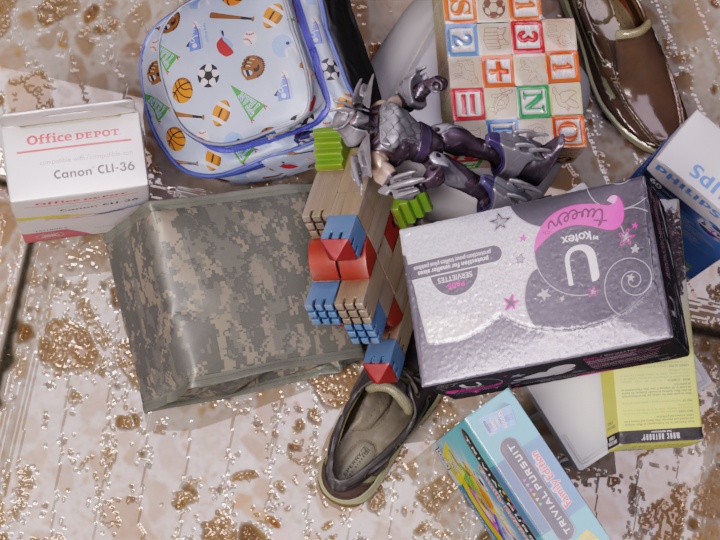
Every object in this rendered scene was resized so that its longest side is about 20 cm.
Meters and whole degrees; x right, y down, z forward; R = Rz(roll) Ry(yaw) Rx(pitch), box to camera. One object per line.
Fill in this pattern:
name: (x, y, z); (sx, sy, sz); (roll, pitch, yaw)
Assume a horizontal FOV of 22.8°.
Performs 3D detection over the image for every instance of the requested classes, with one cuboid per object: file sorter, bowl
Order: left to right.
bowl: (0.098, -0.145, 1.605); (0.199, 0.075, 0.201); (30, 78, -1)
file sorter: (0.177, 0.057, 1.545); (0.138, 0.125, 0.201); (-31, 84, -12)

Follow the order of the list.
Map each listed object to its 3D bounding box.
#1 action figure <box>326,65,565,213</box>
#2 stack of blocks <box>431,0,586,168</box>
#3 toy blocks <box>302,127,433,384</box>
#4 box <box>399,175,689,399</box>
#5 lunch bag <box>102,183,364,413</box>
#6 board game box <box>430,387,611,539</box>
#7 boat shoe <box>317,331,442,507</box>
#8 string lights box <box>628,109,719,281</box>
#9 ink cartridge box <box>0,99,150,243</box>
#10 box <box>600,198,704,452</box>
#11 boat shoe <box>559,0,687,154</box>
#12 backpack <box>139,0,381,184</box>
action figure: (0.063, -0.100, 1.448); (0.199, 0.069, 0.131); (18, 60, -19)
stack of blocks: (0.125, -0.193, 1.548); (0.114, 0.059, 0.202); (-4, 80, -7)
toy blocks: (0.000, 0.000, 1.482); (0.099, 0.201, 0.137); (-1, 48, 23)
box: (0.144, 0.016, 1.398); (0.198, 0.115, 0.133); (-12, 78, 14)
lunch bag: (-0.099, 0.019, 1.526); (0.199, 0.117, 0.165); (-9, 78, -34)
board game box: (0.129, 0.185, 1.476); (0.047, 0.200, 0.152); (-33, 83, -11)
boat shoe: (0.029, 0.112, 1.548); (0.073, 0.065, 0.201); (26, 74, 3)
string lights box: (0.283, -0.058, 1.540); (0.103, 0.200, 0.059); (41, 78, 3)
ink cartridge box: (-0.236, -0.081, 1.493); (0.115, 0.200, 0.068); (-9, 79, -7)
box: (0.231, 0.045, 1.465); (0.075, 0.050, 0.202); (-4, 80, -7)
boat shoe: (0.239, -0.201, 1.627); (0.074, 0.075, 0.203); (-28, 83, -12)
backpack: (-0.094, -0.162, 1.540); (0.189, 0.154, 0.201); (-23, 74, 25)
